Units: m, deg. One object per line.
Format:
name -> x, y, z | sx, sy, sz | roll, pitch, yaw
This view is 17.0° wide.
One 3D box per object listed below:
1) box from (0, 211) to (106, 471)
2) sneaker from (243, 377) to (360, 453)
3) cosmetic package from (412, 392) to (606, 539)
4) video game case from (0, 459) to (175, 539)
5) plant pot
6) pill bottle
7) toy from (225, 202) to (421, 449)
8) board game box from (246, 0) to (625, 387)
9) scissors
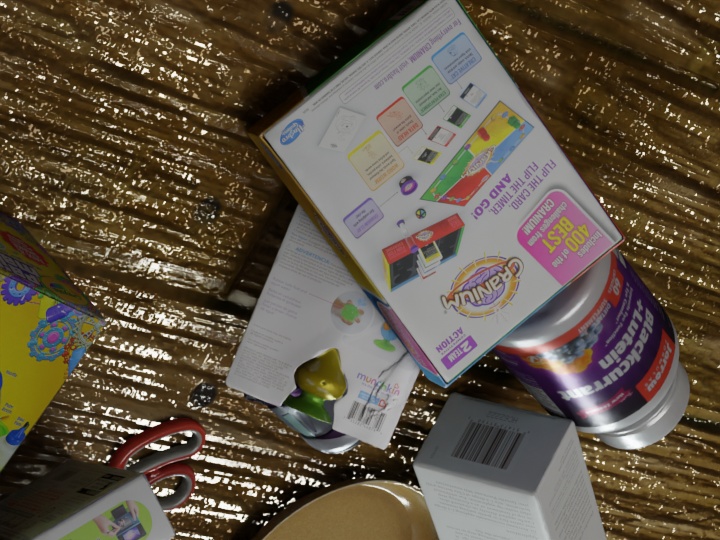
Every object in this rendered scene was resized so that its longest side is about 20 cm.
box -> -0.284, 0.043, 1.320 | 0.200, 0.122, 0.193 | 30, 100, -46
sneaker -> 0.010, 0.026, 1.585 | 0.087, 0.074, 0.200 | 33, 94, -37
cosmetic package -> 0.116, 0.185, 1.750 | 0.071, 0.101, 0.201 | -58, 147, -33
video game case -> -0.218, 0.179, 1.431 | 0.181, 0.200, 0.046 | -30, 97, -17
plant pot -> -0.027, 0.228, 1.736 | 0.199, 0.027, 0.201 | -20, 131, -26
pill bottle -> 0.156, 0.045, 1.684 | 0.111, 0.111, 0.200 | -45, 138, -2
toy -> 0.000, 0.000, 1.543 | 0.115, 0.047, 0.201 | 23, 87, -12
board game box -> 0.048, -0.053, 1.502 | 0.153, 0.040, 0.200 | -38, 104, -9
scissors -> -0.188, 0.150, 1.561 | 0.199, 0.014, 0.073 | -19, 133, -26
